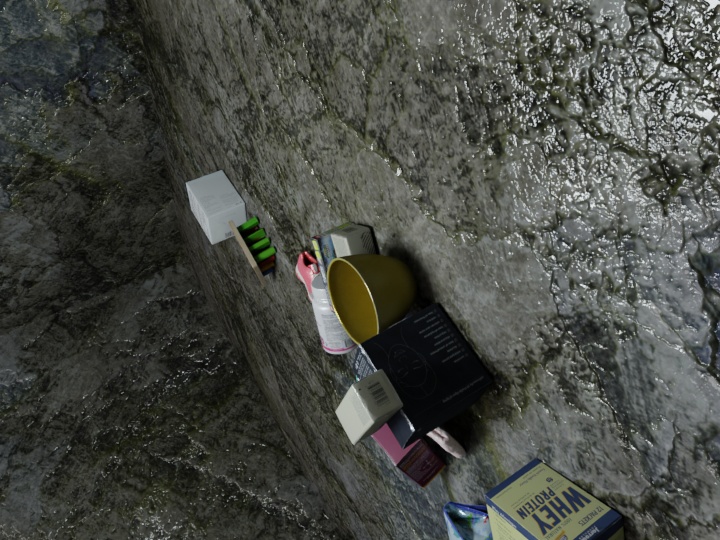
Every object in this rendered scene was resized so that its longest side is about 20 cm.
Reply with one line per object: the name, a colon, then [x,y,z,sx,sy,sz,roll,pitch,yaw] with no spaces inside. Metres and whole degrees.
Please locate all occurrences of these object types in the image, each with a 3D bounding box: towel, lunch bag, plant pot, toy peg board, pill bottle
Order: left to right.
toy peg board: [-0.367,-0.076,2.140,0.201,0.097,0.200,58,171,20]
pill bottle: [-0.068,0.114,1.620,0.113,0.112,0.202,30,137,54]
plant pot: [0.038,0.046,1.283,0.200,0.141,0.202,43,144,42]
towel: [0.142,0.347,1.344,0.190,0.032,0.200,31,170,30]
lunch bag: [0.277,0.640,1.361,0.199,0.127,0.172,19,130,47]

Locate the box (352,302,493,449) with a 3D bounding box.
box: [0.119,0.208,1.197,0.197,0.198,0.125,55,156,24]

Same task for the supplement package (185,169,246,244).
supplement package: [-0.539,-0.239,2.247,0.201,0.150,0.152,52,154,28]

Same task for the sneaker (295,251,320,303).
sneaker: [-0.131,0.026,1.723,0.201,0.073,0.087,51,151,32]

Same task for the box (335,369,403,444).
box: [0.012,0.265,1.141,0.083,0.068,0.200,59,157,17]

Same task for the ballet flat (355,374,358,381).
ballet flat: [0.031,0.188,1.440,0.068,0.067,0.203,-29,48,50]

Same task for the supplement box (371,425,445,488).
supplement box: [0.119,0.441,1.467,0.110,0.086,0.200,42,173,42]

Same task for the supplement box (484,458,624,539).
supplement box: [0.346,0.490,1.058,0.199,0.133,0.202,24,133,57]

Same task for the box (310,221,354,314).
box: [-0.043,-0.004,1.459,0.035,0.109,0.202,23,133,57]

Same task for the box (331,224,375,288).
box: [0.000,0.000,1.404,0.082,0.068,0.202,22,131,58]
